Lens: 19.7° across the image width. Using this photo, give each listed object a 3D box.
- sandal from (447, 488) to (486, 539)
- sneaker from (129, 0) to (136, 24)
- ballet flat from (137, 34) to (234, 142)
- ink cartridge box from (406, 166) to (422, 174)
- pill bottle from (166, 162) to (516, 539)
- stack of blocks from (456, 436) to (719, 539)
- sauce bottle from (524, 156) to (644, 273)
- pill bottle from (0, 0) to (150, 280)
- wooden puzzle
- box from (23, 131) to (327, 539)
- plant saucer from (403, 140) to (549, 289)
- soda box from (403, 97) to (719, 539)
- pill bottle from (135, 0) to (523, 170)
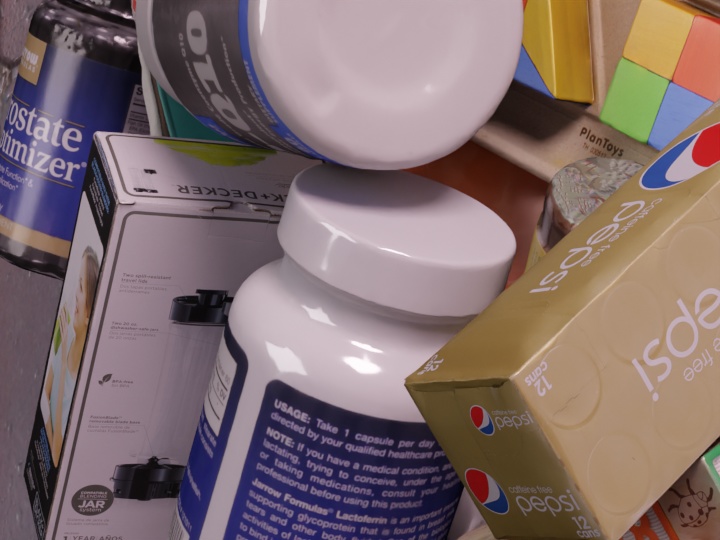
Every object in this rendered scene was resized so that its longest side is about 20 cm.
[{"bbox_3d":[-0.007,0.157,0.988,0.202,0.050,0.083,-24,39,42],"label":"sandal"},{"bbox_3d":[-0.061,-0.158,1.038,0.202,0.067,0.109,-53,52,54],"label":"sneaker"},{"bbox_3d":[-0.076,-0.046,1.019,0.069,0.069,0.202,33,132,57],"label":"ballet flat"},{"bbox_3d":[0.000,0.000,1.012,0.099,0.039,0.202,14,87,59],"label":"ink cartridge box"},{"bbox_3d":[-0.009,0.064,0.856,0.116,0.115,0.201,50,130,52],"label":"pill bottle"},{"bbox_3d":[0.104,0.133,0.752,0.200,0.058,0.116,-32,86,51],"label":"stack of blocks"},{"bbox_3d":[0.085,0.052,0.822,0.065,0.064,0.201,-117,29,-46],"label":"sauce bottle"},{"bbox_3d":[-0.156,-0.100,1.257,0.112,0.111,0.202,33,111,57],"label":"pill bottle"},{"bbox_3d":[0.115,-0.125,0.818,0.185,0.046,0.201,32,106,41],"label":"wooden puzzle"},{"bbox_3d":[-0.082,0.038,0.968,0.060,0.116,0.201,-116,34,-51],"label":"box"},{"bbox_3d":[0.068,-0.070,0.906,0.199,0.032,0.202,-9,77,41],"label":"plant saucer"},{"bbox_3d":[0.111,0.005,0.700,0.064,0.200,0.068,-8,118,57],"label":"soda box"},{"bbox_3d":[-0.023,-0.105,0.870,0.200,0.113,0.115,-162,83,-67],"label":"pill bottle"}]
